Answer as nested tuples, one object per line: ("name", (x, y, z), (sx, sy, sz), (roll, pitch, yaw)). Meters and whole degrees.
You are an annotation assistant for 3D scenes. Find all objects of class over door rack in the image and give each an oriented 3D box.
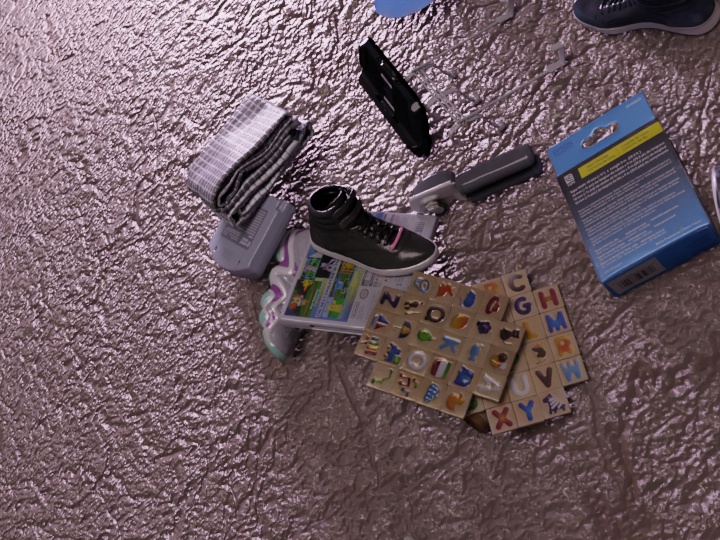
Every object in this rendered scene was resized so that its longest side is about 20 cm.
("over door rack", (0.177, -0.275, 1.393), (0.199, 0.067, 0.148), (-37, 53, 2))

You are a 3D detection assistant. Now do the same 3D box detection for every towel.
("towel", (-0.178, -0.178, 1.541), (0.201, 0.085, 0.165), (-51, 28, -4))

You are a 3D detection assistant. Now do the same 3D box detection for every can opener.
("can opener", (0.151, -0.127, 1.353), (0.197, 0.052, 0.068), (-19, 60, 29))

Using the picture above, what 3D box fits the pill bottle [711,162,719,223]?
("pill bottle", (0.489, -0.090, 1.057), (0.197, 0.106, 0.108), (-15, 64, 31))

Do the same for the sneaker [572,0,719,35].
("sneaker", (0.341, -0.364, 1.252), (0.200, 0.145, 0.078), (13, 80, 40))

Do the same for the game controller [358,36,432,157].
("game controller", (0.050, -0.257, 1.451), (0.041, 0.105, 0.201), (-19, 52, -18))

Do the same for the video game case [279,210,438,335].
("video game case", (0.000, 0.000, 1.364), (0.179, 0.022, 0.202), (5, 55, 21))

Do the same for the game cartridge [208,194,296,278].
("game cartridge", (-0.174, -0.058, 1.534), (0.135, 0.040, 0.199), (-58, 28, -3))

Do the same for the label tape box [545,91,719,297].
("label tape box", (0.329, -0.092, 1.202), (0.143, 0.063, 0.203), (-30, 57, 24))

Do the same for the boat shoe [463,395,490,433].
("boat shoe", (0.109, 0.125, 1.279), (0.072, 0.072, 0.199), (-48, 51, -6))

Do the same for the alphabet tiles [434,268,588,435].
("alphabet tiles", (0.185, 0.098, 1.228), (0.164, 0.006, 0.203), (-17, 60, 6))

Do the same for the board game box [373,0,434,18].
("board game box", (0.098, -0.473, 1.544), (0.156, 0.039, 0.204), (-14, 59, 37))

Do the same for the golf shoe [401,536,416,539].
("golf shoe", (0.010, 0.412, 1.241), (0.198, 0.078, 0.098), (-33, 38, 15))

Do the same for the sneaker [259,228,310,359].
("sneaker", (-0.071, 0.026, 1.438), (0.138, 0.077, 0.204), (-9, 67, 34))

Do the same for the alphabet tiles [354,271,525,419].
("alphabet tiles", (0.099, 0.090, 1.240), (0.197, 0.006, 0.168), (16, 68, 22))

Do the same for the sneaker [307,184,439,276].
("sneaker", (0.008, -0.057, 1.327), (0.197, 0.100, 0.071), (14, 55, 25))
